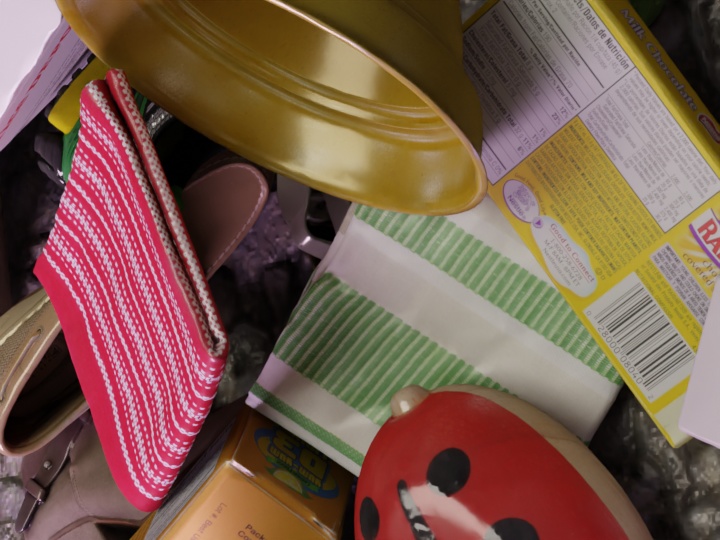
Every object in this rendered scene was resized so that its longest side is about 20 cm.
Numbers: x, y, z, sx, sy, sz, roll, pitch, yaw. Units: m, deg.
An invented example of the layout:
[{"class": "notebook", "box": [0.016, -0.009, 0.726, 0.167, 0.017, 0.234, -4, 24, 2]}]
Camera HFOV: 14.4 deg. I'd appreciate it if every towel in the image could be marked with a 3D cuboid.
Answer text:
[{"class": "towel", "box": [-0.106, 0.015, 1.281, 0.200, 0.022, 0.145, 118, 132, -63]}, {"class": "towel", "box": [0.053, 0.014, 1.265, 0.152, 0.023, 0.201, 33, 107, 12]}]

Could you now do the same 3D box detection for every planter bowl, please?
[{"class": "planter bowl", "box": [-0.021, -0.108, 1.174, 0.200, 0.200, 0.084, 11, 67, 45]}]

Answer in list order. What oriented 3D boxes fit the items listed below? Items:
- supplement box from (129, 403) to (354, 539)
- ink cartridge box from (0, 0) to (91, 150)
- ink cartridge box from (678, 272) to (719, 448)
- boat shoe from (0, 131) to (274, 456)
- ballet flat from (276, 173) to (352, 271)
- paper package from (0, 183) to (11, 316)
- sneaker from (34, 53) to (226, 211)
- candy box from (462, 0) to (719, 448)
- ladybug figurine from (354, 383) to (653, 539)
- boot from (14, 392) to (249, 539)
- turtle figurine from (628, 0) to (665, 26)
[{"class": "supplement box", "box": [-0.085, 0.154, 1.347, 0.066, 0.069, 0.200, 37, 120, -9]}, {"class": "ink cartridge box", "box": [-0.156, -0.141, 1.338, 0.084, 0.200, 0.145, 37, 126, -1]}, {"class": "ink cartridge box", "box": [0.233, 0.063, 1.061, 0.199, 0.116, 0.068, 24, 104, 42]}, {"class": "boat shoe", "box": [-0.113, 0.014, 1.413, 0.200, 0.071, 0.065, -46, 34, 12]}, {"class": "ballet flat", "box": [0.000, 0.000, 1.334, 0.071, 0.070, 0.201, -33, 65, 38]}, {"class": "paper package", "box": [-0.249, -0.060, 1.489, 0.103, 0.200, 0.192, -6, 79, 0]}, {"class": "sneaker", "box": [-0.064, -0.105, 1.376, 0.085, 0.078, 0.201, 34, 85, 28]}, {"class": "candy box", "box": [0.112, -0.033, 1.200, 0.102, 0.026, 0.201, -38, 85, 33]}, {"class": "ladybug figurine", "box": [0.061, 0.142, 1.225, 0.135, 0.072, 0.201, -35, 82, 29]}, {"class": "boot", "box": [-0.104, 0.083, 1.437, 0.200, 0.070, 0.147, -47, 44, 18]}, {"class": "turtle figurine", "box": [0.044, -0.184, 1.229, 0.193, 0.200, 0.144, 26, 75, 20]}]
